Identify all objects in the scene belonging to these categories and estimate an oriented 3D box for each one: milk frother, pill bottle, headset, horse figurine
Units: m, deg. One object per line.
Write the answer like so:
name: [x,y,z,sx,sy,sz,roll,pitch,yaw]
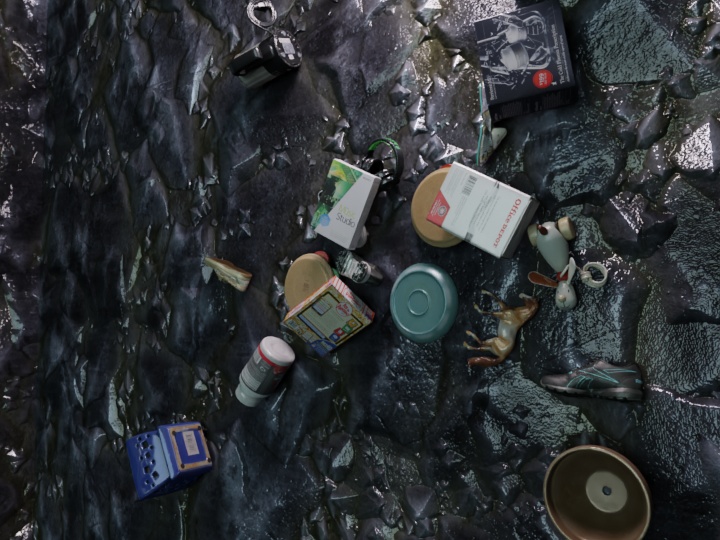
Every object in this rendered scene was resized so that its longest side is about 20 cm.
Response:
milk frother: [-0.307,-0.680,1.832,0.188,0.180,0.201,-14,81,36]
pill bottle: [-0.285,0.300,1.782,0.111,0.110,0.200,48,114,30]
headset: [0.038,-0.247,1.584,0.123,0.094,0.201,43,128,32]
horse figurine: [0.308,0.134,1.364,0.132,0.050,0.201,20,90,20]

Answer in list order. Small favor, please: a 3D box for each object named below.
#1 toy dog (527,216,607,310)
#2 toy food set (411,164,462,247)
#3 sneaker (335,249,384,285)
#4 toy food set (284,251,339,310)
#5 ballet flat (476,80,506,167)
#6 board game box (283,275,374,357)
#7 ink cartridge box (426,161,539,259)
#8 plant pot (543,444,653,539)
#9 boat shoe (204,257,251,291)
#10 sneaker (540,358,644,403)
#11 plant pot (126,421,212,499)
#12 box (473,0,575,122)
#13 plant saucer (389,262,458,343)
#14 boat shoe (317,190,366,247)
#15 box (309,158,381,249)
toy dog: [0.409,-0.025,1.276,0.132,0.096,0.201,-40,63,29]
toy food set: [0.209,-0.155,1.473,0.200,0.049,0.199,-29,69,33]
sneaker: [0.000,0.000,1.611,0.067,0.090,0.200,-64,29,4]
toy food set: [-0.136,0.048,1.715,0.199,0.049,0.199,-6,85,39]
ballet flat: [0.305,-0.340,1.405,0.072,0.072,0.201,2,89,38]
board game box: [-0.085,0.126,1.627,0.200,0.046,0.151,-37,107,30]
ink cartridge box: [0.270,-0.131,1.348,0.200,0.083,0.147,32,103,28]
plant pot: [0.471,0.440,1.194,0.200,0.093,0.202,-3,85,37]
boat shoe: [-0.431,0.010,1.947,0.199,0.072,0.065,23,99,31]
sneaker: [0.469,0.222,1.238,0.199,0.075,0.080,-1,72,32]
plant pot: [-0.603,0.596,1.959,0.179,0.200,0.201,-32,68,24]
box: [0.353,-0.448,1.316,0.181,0.104,0.201,-10,80,17]
plant saucer: [0.150,0.080,1.515,0.199,0.027,0.201,-3,85,37]
boat shoe: [-0.057,-0.142,1.664,0.070,0.071,0.201,-48,60,25]
box: [-0.042,-0.173,1.590,0.144,0.036,0.201,29,105,30]
